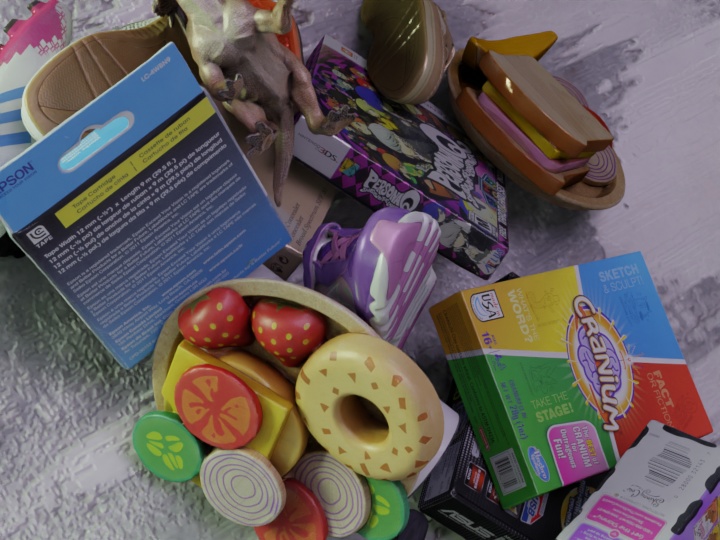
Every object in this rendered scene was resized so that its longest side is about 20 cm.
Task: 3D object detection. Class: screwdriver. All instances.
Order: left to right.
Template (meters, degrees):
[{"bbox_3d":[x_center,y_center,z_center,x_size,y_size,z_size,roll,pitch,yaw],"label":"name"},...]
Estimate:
[{"bbox_3d":[0.001,0.245,1.026,0.028,0.029,0.201,35,56,-7],"label":"screwdriver"}]

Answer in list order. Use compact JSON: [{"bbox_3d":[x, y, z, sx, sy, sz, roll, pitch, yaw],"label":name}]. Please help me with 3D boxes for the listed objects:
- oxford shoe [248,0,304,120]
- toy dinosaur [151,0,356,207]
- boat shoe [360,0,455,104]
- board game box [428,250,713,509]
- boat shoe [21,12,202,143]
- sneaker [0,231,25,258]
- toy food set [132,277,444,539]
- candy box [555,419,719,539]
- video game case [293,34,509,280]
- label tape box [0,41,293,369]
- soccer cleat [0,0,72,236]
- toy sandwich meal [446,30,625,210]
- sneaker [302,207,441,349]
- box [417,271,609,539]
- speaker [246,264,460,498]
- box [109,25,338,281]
[{"bbox_3d":[-0.065,-0.158,1.136,0.073,0.071,0.201,46,13,-34],"label":"oxford shoe"},{"bbox_3d":[-0.080,-0.145,0.998,0.086,0.201,0.135,-35,40,-12],"label":"toy dinosaur"},{"bbox_3d":[0.048,-0.184,1.219,0.064,0.071,0.201,32,25,-22],"label":"boat shoe"},{"bbox_3d":[0.158,0.075,1.121,0.199,0.040,0.154,-12,76,-40],"label":"board game box"},{"bbox_3d":[-0.156,-0.126,1.016,0.200,0.069,0.071,-36,102,-45],"label":"boat shoe"},{"bbox_3d":[-0.247,-0.028,1.020,0.199,0.060,0.105,33,52,-2],"label":"sneaker"},{"bbox_3d":[-0.049,0.098,0.975,0.199,0.199,0.049,29,35,7],"label":"toy food set"},{"bbox_3d":[0.181,0.232,1.027,0.071,0.169,0.200,20,50,36],"label":"candy box"},{"bbox_3d":[0.031,-0.091,1.158,0.181,0.036,0.200,32,24,-10],"label":"video game case"},{"bbox_3d":[-0.144,-0.048,0.948,0.143,0.200,0.066,-38,50,-7],"label":"label tape box"},{"bbox_3d":[-0.228,-0.095,1.004,0.086,0.070,0.201,36,50,-12],"label":"soccer cleat"},{"bbox_3d":[0.153,-0.131,1.247,0.204,0.070,0.206,27,34,-20],"label":"toy sandwich meal"},{"bbox_3d":[0.000,0.000,1.003,0.088,0.200,0.081,30,79,7],"label":"sneaker"},{"bbox_3d":[0.138,0.125,1.139,0.160,0.044,0.201,33,53,-19],"label":"box"},{"bbox_3d":[-0.031,0.073,1.066,0.200,0.081,0.081,38,53,-6],"label":"speaker"},{"bbox_3d":[-0.122,-0.075,1.098,0.199,0.078,0.095,31,54,-11],"label":"box"}]
